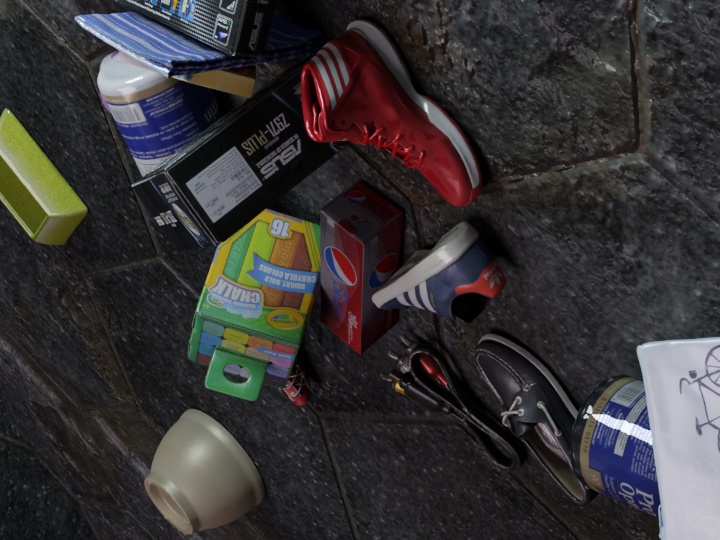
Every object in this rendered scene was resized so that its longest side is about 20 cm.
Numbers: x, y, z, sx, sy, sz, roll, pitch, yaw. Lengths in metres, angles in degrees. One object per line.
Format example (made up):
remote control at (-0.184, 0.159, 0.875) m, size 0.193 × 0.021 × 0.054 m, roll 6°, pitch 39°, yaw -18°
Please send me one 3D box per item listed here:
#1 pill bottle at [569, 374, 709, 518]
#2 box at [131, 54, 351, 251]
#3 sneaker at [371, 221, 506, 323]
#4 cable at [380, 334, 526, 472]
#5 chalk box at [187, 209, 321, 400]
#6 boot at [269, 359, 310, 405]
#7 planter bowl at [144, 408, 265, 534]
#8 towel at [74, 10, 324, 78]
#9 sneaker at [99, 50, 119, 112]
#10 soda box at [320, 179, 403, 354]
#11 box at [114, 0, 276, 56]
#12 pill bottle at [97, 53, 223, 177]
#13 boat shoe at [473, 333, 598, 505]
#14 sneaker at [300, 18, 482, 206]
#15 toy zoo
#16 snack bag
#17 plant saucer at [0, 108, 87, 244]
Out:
pill bottle at (0.294, 0.171, 1.157) m, size 0.199 × 0.112 × 0.113 m, roll 18°, pitch 139°, yaw 45°
box at (-0.109, -0.112, 1.276) m, size 0.086 × 0.200 × 0.164 m, roll 54°, pitch 162°, yaw -12°
sneaker at (0.080, 0.022, 1.330) m, size 0.085 × 0.075 × 0.200 m, roll 47°, pitch 156°, yaw -5°
cable at (0.114, 0.144, 1.487) m, size 0.199 × 0.050 × 0.098 m, roll 32°, pitch 132°, yaw 8°
chalk box at (-0.120, 0.046, 1.480) m, size 0.124 × 0.202 × 0.124 m, roll 16°, pitch 149°, yaw -4°
boot at (-0.097, 0.110, 1.701) m, size 0.145 × 0.072 × 0.200 m, roll 53°, pitch 160°, yaw -6°
planter bowl at (-0.273, 0.352, 2.178) m, size 0.200 × 0.135 × 0.201 m, roll 35°, pitch 148°, yaw 25°
towel at (-0.147, -0.227, 1.237) m, size 0.144 × 0.199 × 0.024 m, roll 31°, pitch 123°, yaw 34°
sneaker at (-0.258, -0.175, 1.595) m, size 0.114 × 0.072 × 0.202 m, roll 13°, pitch 124°, yaw 54°
soda box at (0.000, 0.000, 1.428) m, size 0.070 × 0.063 × 0.201 m, roll 38°, pitch 150°, yaw 25°
box at (-0.143, -0.315, 1.176) m, size 0.199 × 0.047 × 0.195 m, roll 30°, pitch 115°, yaw 34°
pill bottle at (-0.209, -0.155, 1.489) m, size 0.115 × 0.116 × 0.201 m, roll 17°, pitch 138°, yaw 45°
boat shoe at (0.183, 0.154, 1.352) m, size 0.200 × 0.060 × 0.074 m, roll 49°, pitch 153°, yaw 2°
sneaker at (0.017, -0.121, 1.201) m, size 0.201 × 0.115 × 0.078 m, roll 51°, pitch 153°, yaw 0°
toy zoo at (-0.167, -0.206, 1.280) m, size 0.130 × 0.021 × 0.200 m, roll 15°, pitch -165°, yaw -10°
snack bag at (0.318, 0.138, 1.042) m, size 0.198 × 0.021 × 0.191 m, roll -5°, pitch 97°, yaw 36°
plant saucer at (-0.526, -0.132, 2.052) m, size 0.201 × 0.048 × 0.199 m, roll 52°, pitch 152°, yaw -3°
